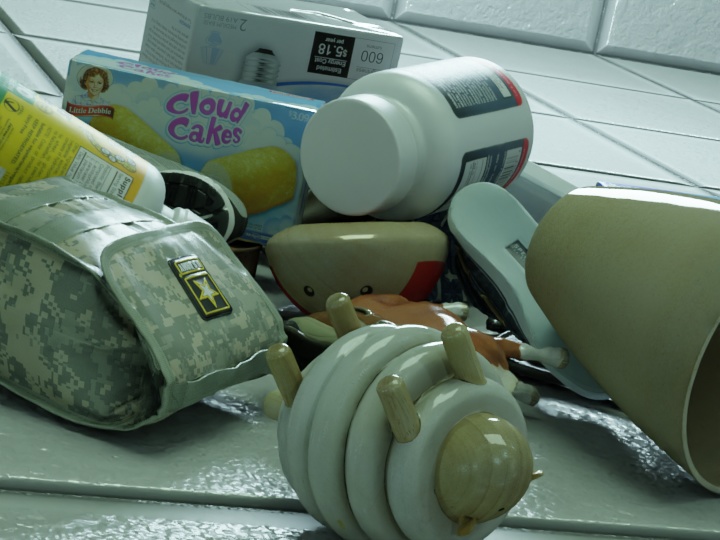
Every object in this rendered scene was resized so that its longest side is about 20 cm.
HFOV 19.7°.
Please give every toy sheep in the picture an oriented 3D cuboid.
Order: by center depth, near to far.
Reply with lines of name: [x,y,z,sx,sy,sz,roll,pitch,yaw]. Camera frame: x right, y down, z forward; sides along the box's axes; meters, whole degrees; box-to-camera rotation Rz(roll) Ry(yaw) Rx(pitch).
toy sheep: [0.016,0.088,1.131,0.138,0.138,0.200,0,12,-40]

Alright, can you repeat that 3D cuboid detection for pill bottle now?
pill bottle: [-0.208,-0.048,1.450,0.200,0.113,0.113,32,9,-13]
pill bottle: [0.042,-0.102,1.635,0.120,0.120,0.200,19,18,28]

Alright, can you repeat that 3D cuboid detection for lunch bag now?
lunch bag: [-0.157,0.022,1.293,0.200,0.118,0.164,23,16,19]

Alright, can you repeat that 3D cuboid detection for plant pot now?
plant pot: [0.212,0.021,1.400,0.187,0.187,0.200,-1,25,-42]

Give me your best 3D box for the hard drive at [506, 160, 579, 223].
hard drive: [0.104,-0.074,1.837,0.200,0.027,0.132,28,-27,-5]

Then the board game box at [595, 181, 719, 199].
board game box: [0.293,0.011,1.724,0.159,0.097,0.200,6,19,-22]

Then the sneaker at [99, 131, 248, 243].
sneaker: [-0.176,-0.060,1.581,0.200,0.074,0.079,23,7,19]

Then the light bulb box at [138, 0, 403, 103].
light bulb box: [-0.092,-0.135,1.812,0.198,0.200,0.125,6,16,-24]

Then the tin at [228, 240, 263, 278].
tin: [-0.160,-0.014,1.605,0.112,0.042,0.200,16,13,35]

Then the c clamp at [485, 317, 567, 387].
c clamp: [0.181,0.065,1.591,0.200,0.027,0.171,16,14,21]

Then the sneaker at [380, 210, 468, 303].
sneaker: [0.082,-0.010,1.757,0.200,0.077,0.085,11,1,-36]

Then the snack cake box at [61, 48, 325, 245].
snack cake box: [-0.137,-0.097,1.642,0.200,0.115,0.067,12,13,3]

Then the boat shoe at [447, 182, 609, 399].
boat shoe: [0.136,0.027,1.546,0.071,0.091,0.200,-30,63,-11]

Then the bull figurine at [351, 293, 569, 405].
bull figurine: [0.063,0.062,1.423,0.121,0.065,0.200,6,16,-37]

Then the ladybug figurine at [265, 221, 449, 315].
ladybug figurine: [0.000,0.000,1.564,0.136,0.072,0.200,-2,1,15]

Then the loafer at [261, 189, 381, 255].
loafer: [-0.003,-0.064,1.757,0.200,0.071,0.073,-19,51,-26]

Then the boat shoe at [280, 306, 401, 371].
boat shoe: [0.023,0.065,1.308,0.074,0.076,0.200,-23,30,-28]
